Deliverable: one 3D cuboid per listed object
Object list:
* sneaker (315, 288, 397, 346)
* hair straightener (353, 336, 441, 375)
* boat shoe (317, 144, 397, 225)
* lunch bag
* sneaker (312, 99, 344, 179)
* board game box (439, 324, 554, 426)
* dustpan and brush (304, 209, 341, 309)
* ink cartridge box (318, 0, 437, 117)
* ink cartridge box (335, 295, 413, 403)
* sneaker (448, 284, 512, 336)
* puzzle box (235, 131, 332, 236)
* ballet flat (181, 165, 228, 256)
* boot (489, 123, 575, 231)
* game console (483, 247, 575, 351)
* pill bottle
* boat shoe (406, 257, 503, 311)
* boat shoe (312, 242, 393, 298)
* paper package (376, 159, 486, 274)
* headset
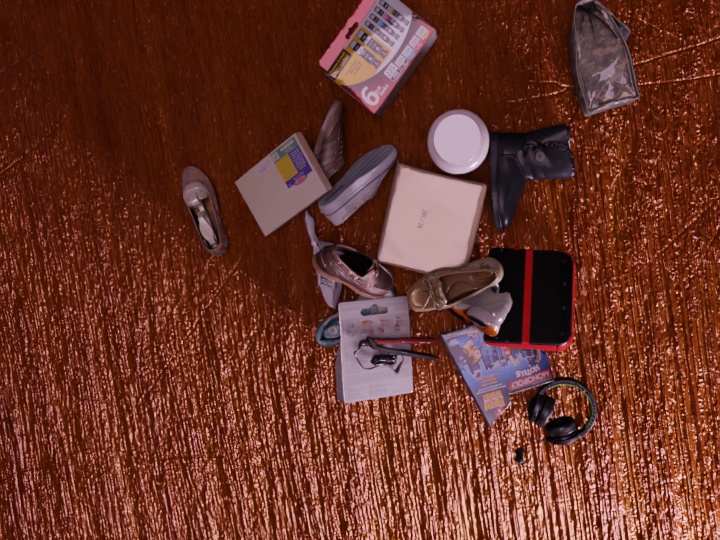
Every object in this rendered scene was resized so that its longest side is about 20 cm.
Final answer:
[{"bbox_3d":[-0.009,0.102,1.624,0.198,0.086,0.078,-35,89,11],"label":"sneaker"},{"bbox_3d":[0.073,0.174,1.580,0.196,0.041,0.079,3,93,-28],"label":"hair straightener"},{"bbox_3d":[0.002,-0.174,1.611,0.199,0.074,0.067,-38,127,0],"label":"boat shoe"},{"bbox_3d":[0.445,-0.401,1.461,0.115,0.164,0.204,-15,94,16],"label":"lunch bag"},{"bbox_3d":[-0.060,-0.246,1.618,0.074,0.071,0.203,20,105,-7],"label":"sneaker"},{"bbox_3d":[0.279,0.200,1.587,0.196,0.062,0.204,-15,85,1],"label":"board game box"},{"bbox_3d":[-0.082,-0.035,1.624,0.056,0.140,0.204,-2,66,-10],"label":"dustpan and brush"},{"bbox_3d":[0.026,-0.443,1.567,0.175,0.084,0.201,38,101,4],"label":"ink cartridge box"},{"bbox_3d":[0.025,0.159,1.609,0.157,0.047,0.205,-5,93,-22],"label":"ink cartridge box"},{"bbox_3d":[0.227,0.055,1.553,0.092,0.199,0.076,-49,128,-7],"label":"sneaker"},{"bbox_3d":[-0.160,-0.175,1.615,0.198,0.025,0.135,-31,89,35],"label":"puzzle box"},{"bbox_3d":[-0.334,-0.128,1.666,0.067,0.067,0.203,-24,91,10],"label":"ballet flat"},{"bbox_3d":[0.339,-0.182,1.544,0.164,0.076,0.205,-2,89,13],"label":"boot"},{"bbox_3d":[0.337,0.054,1.560,0.173,0.031,0.205,2,73,13],"label":"game console"},{"bbox_3d":[0.187,-0.244,1.501,0.117,0.200,0.123,1,96,9],"label":"pill bottle"},{"bbox_3d":[0.174,0.028,1.493,0.197,0.063,0.074,-24,94,19],"label":"boat shoe"},{"bbox_3d":[0.000,0.000,1.530,0.070,0.198,0.072,-30,55,37],"label":"boat shoe"},{"bbox_3d":[0.142,-0.098,1.572,0.187,0.103,0.204,14,97,8],"label":"paper package"},{"bbox_3d":[0.383,0.307,1.575,0.124,0.094,0.200,44,108,3],"label":"headset"}]
